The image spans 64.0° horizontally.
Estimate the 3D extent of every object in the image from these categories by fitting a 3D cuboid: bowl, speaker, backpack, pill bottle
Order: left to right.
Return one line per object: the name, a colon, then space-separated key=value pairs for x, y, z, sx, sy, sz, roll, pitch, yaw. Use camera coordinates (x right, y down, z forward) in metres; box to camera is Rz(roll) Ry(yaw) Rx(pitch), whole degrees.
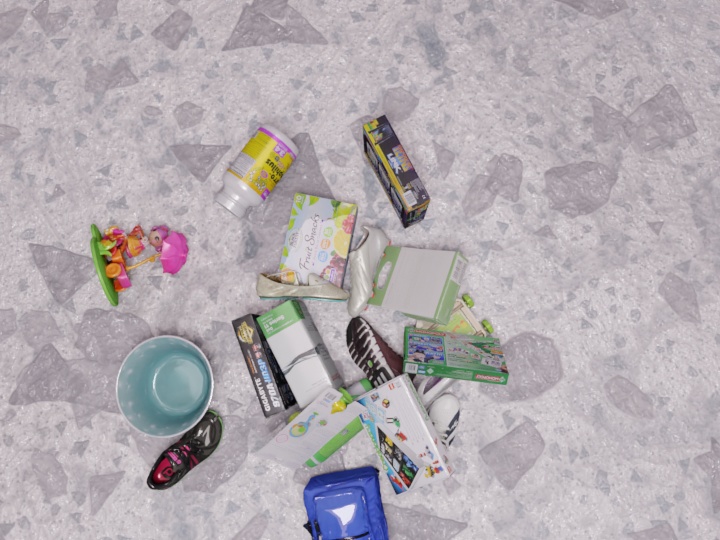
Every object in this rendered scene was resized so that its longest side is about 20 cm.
bowl: x=-0.391 y=0.238 z=1.199 sx=0.199 sy=0.105 sz=0.203 roll=0 pitch=82 yaw=0
pill bottle: x=-0.230 y=-0.213 z=1.258 sx=0.104 sy=0.104 sz=0.201 roll=35 pitch=85 yaw=6
speaker: x=-0.043 y=0.313 z=1.191 sx=0.199 sy=0.088 sz=0.089 roll=-38 pitch=83 yaw=-4
backpack: x=-0.030 y=0.511 z=1.125 sx=0.161 sy=0.168 sz=0.202 roll=-10 pitch=86 yaw=6

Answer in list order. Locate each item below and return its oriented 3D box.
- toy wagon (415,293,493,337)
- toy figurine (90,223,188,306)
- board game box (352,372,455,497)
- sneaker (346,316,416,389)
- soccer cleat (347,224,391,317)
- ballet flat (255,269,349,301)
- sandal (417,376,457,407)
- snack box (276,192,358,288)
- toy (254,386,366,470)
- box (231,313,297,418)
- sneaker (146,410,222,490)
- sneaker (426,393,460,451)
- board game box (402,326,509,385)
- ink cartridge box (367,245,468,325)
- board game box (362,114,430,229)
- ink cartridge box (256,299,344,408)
toy wagon: x=0.181 y=0.116 z=1.237 sx=0.155 sy=0.040 sz=0.201 roll=-35 pitch=82 yaw=-4
toy figurine: x=-0.468 y=-0.042 z=1.248 sx=0.182 sy=0.151 sz=0.201 roll=-18 pitch=57 yaw=-15
board game box: x=0.078 y=0.313 z=1.096 sx=0.126 sy=0.035 sz=0.201 roll=-32 pitch=78 yaw=27
sneaker: x=0.051 y=0.184 z=1.220 sx=0.076 sy=0.115 sz=0.201 roll=-52 pitch=49 yaw=29
soccer cleat: x=0.000 y=0.000 z=1.238 sx=0.077 sy=0.069 sz=0.202 roll=24 pitch=76 yaw=-22
ballet flat: x=-0.121 y=0.031 z=1.193 sx=0.198 sy=0.067 sz=0.063 roll=1 pitch=93 yaw=5
sandal: x=0.144 y=0.238 z=1.187 sx=0.202 sy=0.082 sz=0.050 roll=-42 pitch=71 yaw=8
snack box: x=-0.093 y=-0.055 z=1.258 sx=0.141 sy=0.053 sz=0.202 roll=11 pitch=84 yaw=5
toy: x=-0.097 y=0.294 z=1.106 sx=0.200 sy=0.115 sz=0.047 roll=-41 pitch=40 yaw=13
box: x=-0.190 y=0.189 z=1.174 sx=0.046 sy=0.159 sz=0.202 roll=-22 pitch=83 yaw=1
sneaker: x=-0.359 y=0.379 z=1.189 sx=0.077 sy=0.084 sz=0.200 roll=40 pitch=85 yaw=5
sneaker: x=0.149 y=0.346 z=1.159 sx=0.079 sy=0.130 sz=0.200 roll=35 pitch=84 yaw=4
board game box: x=0.184 y=0.167 z=1.144 sx=0.198 sy=0.135 sz=0.029 roll=7 pitch=113 yaw=2
ink cartridge box: x=0.115 y=0.026 z=1.211 sx=0.199 sy=0.048 sz=0.147 roll=7 pitch=73 yaw=46
board game box: x=0.074 y=-0.203 z=1.219 sx=0.056 sy=0.165 sz=0.201 roll=-27 pitch=82 yaw=-1
ink cartridge box: x=-0.118 y=0.169 z=1.181 sx=0.083 sy=0.147 sz=0.201 roll=-28 pitch=82 yaw=2
